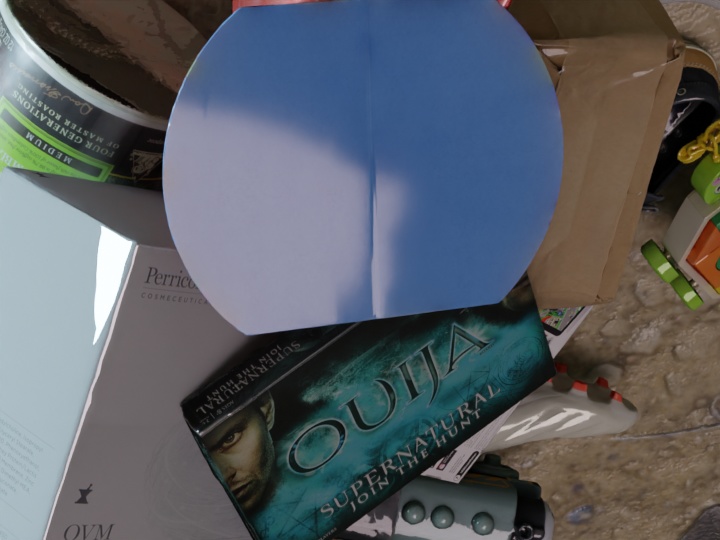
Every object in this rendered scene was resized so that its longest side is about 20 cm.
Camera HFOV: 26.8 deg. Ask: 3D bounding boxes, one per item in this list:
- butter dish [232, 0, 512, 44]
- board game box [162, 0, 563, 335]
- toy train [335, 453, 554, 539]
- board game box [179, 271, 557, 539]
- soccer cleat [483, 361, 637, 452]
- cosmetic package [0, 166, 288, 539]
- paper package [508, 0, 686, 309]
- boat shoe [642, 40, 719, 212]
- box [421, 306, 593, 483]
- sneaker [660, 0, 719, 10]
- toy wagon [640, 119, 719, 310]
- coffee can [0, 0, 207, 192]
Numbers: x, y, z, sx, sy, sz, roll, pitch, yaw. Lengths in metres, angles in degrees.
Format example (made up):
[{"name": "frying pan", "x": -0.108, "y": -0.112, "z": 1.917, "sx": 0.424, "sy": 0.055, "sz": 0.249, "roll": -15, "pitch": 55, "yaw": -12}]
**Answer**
[{"name": "butter dish", "x": -0.018, "y": -0.163, "z": 0.812, "sx": 0.147, "sy": 0.200, "sz": 0.200, "roll": 15, "pitch": 131, "yaw": -22}, {"name": "board game box", "x": 0.000, "y": -0.056, "z": 0.739, "sx": 0.199, "sy": 0.039, "sz": 0.159, "roll": -7, "pitch": 108, "yaw": -14}, {"name": "toy train", "x": 0.049, "y": 0.177, "z": 1.143, "sx": 0.199, "sy": 0.114, "sz": 0.086, "roll": 12, "pitch": 92, "yaw": -7}, {"name": "board game box", "x": 0.011, "y": 0.064, "z": 0.815, "sx": 0.200, "sy": 0.028, "sz": 0.136, "roll": -35, "pitch": 135, "yaw": -13}, {"name": "soccer cleat", "x": 0.112, "y": 0.108, "z": 1.154, "sx": 0.199, "sy": 0.069, "sz": 0.078, "roll": 9, "pitch": 101, "yaw": -11}, {"name": "cosmetic package", "x": -0.113, "y": 0.065, "z": 0.830, "sx": 0.199, "sy": 0.123, "sz": 0.201, "roll": 7, "pitch": 104, "yaw": -50}, {"name": "paper package", "x": 0.097, "y": -0.104, "z": 0.892, "sx": 0.103, "sy": 0.200, "sz": 0.191, "roll": 0, "pitch": 129, "yaw": -11}, {"name": "boat shoe", "x": 0.172, "y": -0.067, "z": 1.029, "sx": 0.074, "sy": 0.062, "sz": 0.200, "roll": 23, "pitch": 123, "yaw": -29}, {"name": "box", "x": 0.078, "y": 0.055, "z": 1.040, "sx": 0.110, "sy": 0.035, "sz": 0.200, "roll": 19, "pitch": 116, "yaw": -38}, {"name": "sneaker", "x": 0.263, "y": -0.196, "z": 0.943, "sx": 0.199, "sy": 0.075, "sz": 0.089, "roll": -2, "pitch": 143, "yaw": -1}, {"name": "toy wagon", "x": 0.268, "y": -0.044, "z": 1.040, "sx": 0.155, "sy": 0.040, "sz": 0.200, "roll": -39, "pitch": 150, "yaw": 12}, {"name": "coffee can", "x": -0.189, "y": -0.065, "z": 0.905, "sx": 0.146, "sy": 0.147, "sz": 0.200, "roll": 22, "pitch": 122, "yaw": -26}]
